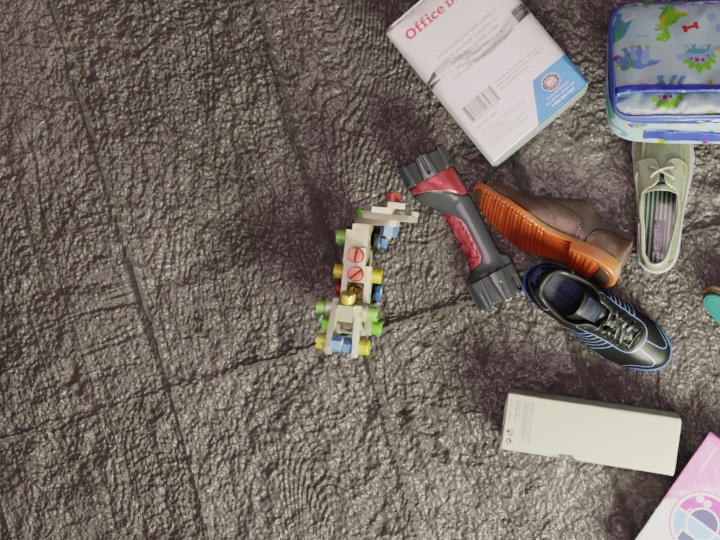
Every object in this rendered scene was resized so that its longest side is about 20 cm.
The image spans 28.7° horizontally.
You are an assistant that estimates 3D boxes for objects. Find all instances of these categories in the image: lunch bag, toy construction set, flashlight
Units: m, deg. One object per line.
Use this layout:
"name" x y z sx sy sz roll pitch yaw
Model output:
"lunch bag" 0.377 -0.222 1.588 0.199 0.083 0.162 3 71 9
"toy construction set" 0.000 0.000 1.645 0.092 0.131 0.201 21 93 8
"flashlight" 0.116 -0.047 1.662 0.068 0.068 0.201 -26 89 -30

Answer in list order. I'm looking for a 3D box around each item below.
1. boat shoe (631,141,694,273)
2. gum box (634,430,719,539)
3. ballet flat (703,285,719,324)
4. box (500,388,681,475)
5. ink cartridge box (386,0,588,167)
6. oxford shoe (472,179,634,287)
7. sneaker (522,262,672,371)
"boat shoe" 0.349 -0.097 1.622 0.072 0.062 0.201 0 88 9
"gum box" 0.391 0.297 1.603 0.113 0.066 0.200 35 96 18
"ballet flat" 0.483 0.071 1.608 0.200 0.071 0.065 40 68 5
"box" 0.265 0.185 1.627 0.199 0.082 0.069 8 90 11
"ink cartridge box" 0.148 -0.244 1.645 0.144 0.084 0.200 -39 85 7
"oxford shoe" 0.225 -0.057 1.652 0.200 0.071 0.073 32 66 12
"sneaker" 0.275 0.058 1.613 0.199 0.078 0.070 30 93 -4
